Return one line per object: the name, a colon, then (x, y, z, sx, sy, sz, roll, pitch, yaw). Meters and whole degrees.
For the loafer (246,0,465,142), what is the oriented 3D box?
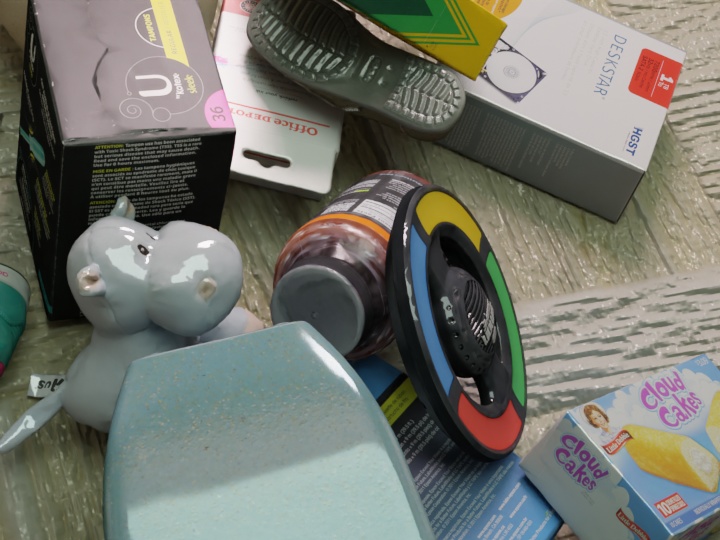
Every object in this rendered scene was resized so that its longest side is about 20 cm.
loafer: (-0.006, -0.155, 1.348, 0.199, 0.070, 0.075, 33, 75, 17)

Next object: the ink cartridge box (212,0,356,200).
ink cartridge box: (-0.073, -0.134, 1.388, 0.115, 0.068, 0.202, 13, 52, -8)

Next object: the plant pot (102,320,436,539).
plant pot: (-0.065, 0.149, 1.034, 0.194, 0.196, 0.202, -13, 71, -7)

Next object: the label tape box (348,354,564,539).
label tape box: (0.035, 0.161, 1.197, 0.199, 0.066, 0.143, 34, 41, 12)

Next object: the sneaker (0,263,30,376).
sneaker: (-0.336, 0.047, 1.184, 0.197, 0.084, 0.122, 7, 45, -12)

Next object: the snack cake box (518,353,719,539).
snack cake box: (0.222, 0.142, 1.235, 0.199, 0.067, 0.115, -15, 59, -49)

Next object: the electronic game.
electronic game: (0.072, 0.036, 1.196, 0.041, 0.200, 0.202, -17, 51, 23)

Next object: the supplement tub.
supplement tub: (0.000, 0.000, 1.245, 0.106, 0.108, 0.200, 31, 26, 7)

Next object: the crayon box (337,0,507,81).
crayon box: (0.006, -0.236, 1.367, 0.172, 0.059, 0.200, 30, 8, -24)

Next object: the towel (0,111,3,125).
towel: (-0.381, -0.086, 1.291, 0.132, 0.035, 0.201, 28, 53, 4)

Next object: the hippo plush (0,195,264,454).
hippo plush: (-0.146, 0.025, 1.175, 0.197, 0.162, 0.160, 4, 31, 8)

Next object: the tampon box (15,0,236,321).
tampon box: (-0.176, -0.085, 1.237, 0.125, 0.201, 0.151, -6, 54, -19)

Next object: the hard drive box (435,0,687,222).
hard drive box: (0.164, -0.156, 1.463, 0.198, 0.077, 0.157, 23, 53, 1)

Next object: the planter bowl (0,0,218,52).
planter bowl: (-0.195, -0.215, 1.352, 0.199, 0.200, 0.136, -21, 90, -27)
